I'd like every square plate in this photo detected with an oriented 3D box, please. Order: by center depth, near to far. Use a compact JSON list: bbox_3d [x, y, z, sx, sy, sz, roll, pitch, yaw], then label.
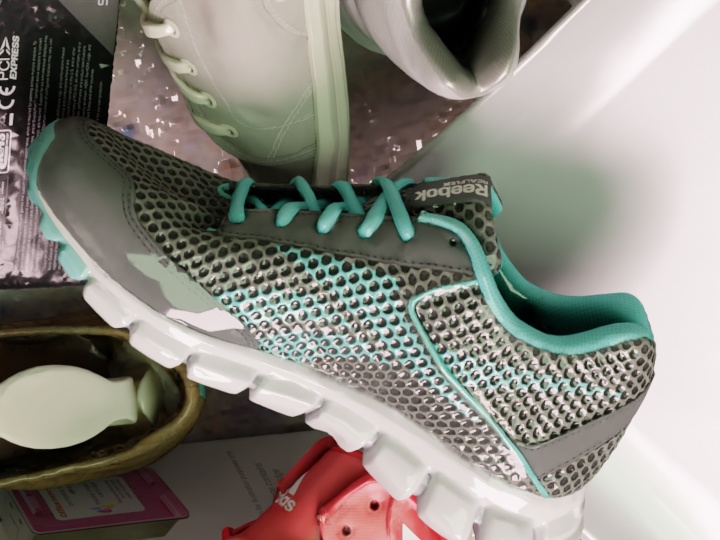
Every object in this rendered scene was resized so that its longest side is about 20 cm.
[{"bbox_3d":[0.113,0.004,0.763,0.198,0.028,0.200,42,122,-9],"label":"square plate"}]

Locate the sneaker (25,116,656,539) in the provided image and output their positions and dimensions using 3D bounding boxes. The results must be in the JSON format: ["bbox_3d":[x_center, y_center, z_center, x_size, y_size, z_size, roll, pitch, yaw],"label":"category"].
[{"bbox_3d":[0.000,0.000,0.742,0.200,0.078,0.091,31,112,-14],"label":"sneaker"}]

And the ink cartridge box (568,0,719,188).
[{"bbox_3d":[0.171,-0.069,0.794,0.145,0.088,0.200,-37,105,11],"label":"ink cartridge box"}]

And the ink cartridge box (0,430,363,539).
[{"bbox_3d":[-0.087,0.141,0.864,0.199,0.085,0.145,-4,120,-19],"label":"ink cartridge box"}]

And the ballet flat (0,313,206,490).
[{"bbox_3d":[-0.139,0.047,0.789,0.199,0.072,0.068,-4,87,-20],"label":"ballet flat"}]

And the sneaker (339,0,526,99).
[{"bbox_3d":[0.031,-0.140,0.705,0.074,0.087,0.201,-10,121,-14],"label":"sneaker"}]

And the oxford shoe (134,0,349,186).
[{"bbox_3d":[-0.037,-0.074,0.749,0.058,0.075,0.200,-18,144,-10],"label":"oxford shoe"}]

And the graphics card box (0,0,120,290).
[{"bbox_3d":[-0.172,-0.054,0.735,0.199,0.051,0.126,-3,119,-20],"label":"graphics card box"}]

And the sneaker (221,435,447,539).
[{"bbox_3d":[-0.053,0.098,0.771,0.200,0.078,0.116,9,102,-38],"label":"sneaker"}]
